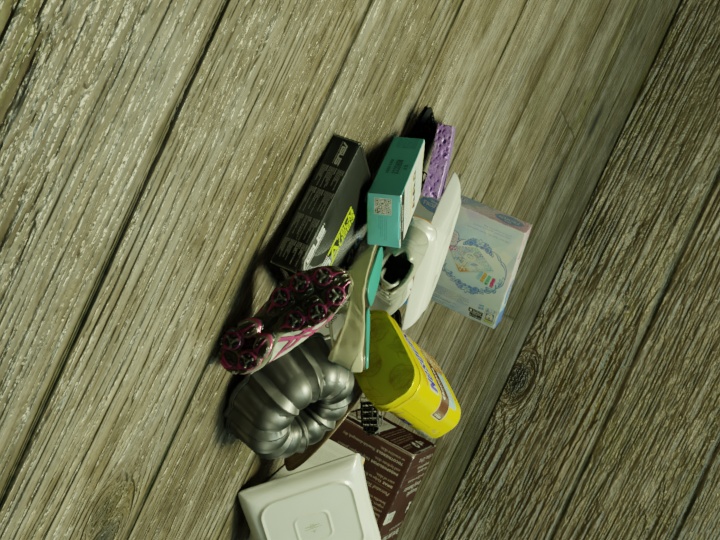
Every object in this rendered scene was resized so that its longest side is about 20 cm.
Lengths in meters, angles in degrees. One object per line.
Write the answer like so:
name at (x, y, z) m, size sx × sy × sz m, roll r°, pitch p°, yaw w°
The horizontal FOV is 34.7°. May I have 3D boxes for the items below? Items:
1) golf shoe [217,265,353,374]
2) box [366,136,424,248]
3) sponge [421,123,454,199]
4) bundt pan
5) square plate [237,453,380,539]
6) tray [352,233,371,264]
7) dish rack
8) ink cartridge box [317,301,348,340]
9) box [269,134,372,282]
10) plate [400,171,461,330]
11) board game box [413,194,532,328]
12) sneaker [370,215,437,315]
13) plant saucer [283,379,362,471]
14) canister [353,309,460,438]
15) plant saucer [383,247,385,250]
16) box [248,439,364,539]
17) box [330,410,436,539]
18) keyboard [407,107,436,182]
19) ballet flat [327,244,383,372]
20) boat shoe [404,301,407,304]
golf shoe at (-0.090, 0.058, 1.472) m, size 0.199 × 0.073 × 0.092 m, roll -35°, pitch 171°, yaw 13°
box at (0.052, -0.116, 1.658) m, size 0.200 × 0.049 × 0.083 m, roll -66°, pitch 160°, yaw -59°
sponge at (0.125, -0.174, 1.821) m, size 0.200 × 0.030 × 0.113 m, roll -43°, pitch 145°, yaw -82°
bundt pan at (-0.088, 0.186, 1.608) m, size 0.201 × 0.076 × 0.203 m, roll -31°, pitch 149°, yaw -21°
square plate at (-0.075, 0.397, 1.820) m, size 0.028 × 0.198 × 0.199 m, roll -118°, pitch -167°, yaw -58°
tray at (0.000, 0.000, 1.753) m, size 0.108 × 0.022 × 0.201 m, roll -98°, pitch -169°, yaw -46°
dish rack at (0.028, 0.169, 1.893) m, size 0.153 × 0.054 × 0.202 m, roll 143°, pitch -53°, yaw -78°
ink cartridge box at (-0.053, 0.100, 1.720) m, size 0.117 × 0.067 × 0.201 m, roll -53°, pitch 159°, yaw -31°
box at (-0.044, -0.053, 1.567) m, size 0.201 × 0.047 × 0.193 m, roll -64°, pitch 165°, yaw -17°
plate at (0.119, -0.029, 1.841) m, size 0.200 × 0.032 × 0.201 m, roll -64°, pitch 170°, yaw -55°
board game box at (0.173, -0.027, 1.984) m, size 0.043 × 0.199 × 0.200 m, roll -44°, pitch 154°, yaw -52°
sneaker at (0.042, 0.010, 1.714) m, size 0.092 × 0.075 × 0.201 m, roll -54°, pitch 171°, yaw -47°
plant saucer at (-0.059, 0.229, 1.815) m, size 0.200 × 0.029 × 0.200 m, roll -49°, pitch -173°, yaw 8°
canister at (0.064, 0.159, 1.712) m, size 0.086 × 0.149 × 0.200 m, roll -34°, pitch 147°, yaw 9°
plant saucer at (0.055, -0.052, 1.882) m, size 0.070 × 0.019 × 0.200 m, roll -50°, pitch 167°, yaw 11°
box at (-0.089, 0.386, 1.950) m, size 0.200 × 0.097 × 0.125 m, roll -33°, pitch 144°, yaw -59°
box at (0.014, 0.383, 2.133) m, size 0.201 × 0.163 × 0.166 m, roll -67°, pitch 162°, yaw 6°
keyboard at (0.077, -0.152, 1.807) m, size 0.201 × 0.039 × 0.104 m, roll -58°, pitch 160°, yaw -20°
ballet flat at (-0.011, 0.046, 1.594) m, size 0.070 × 0.069 × 0.201 m, roll 87°, pitch 9°, yaw -56°
boat shoe at (0.047, 0.024, 1.917) m, size 0.084 × 0.068 × 0.200 m, roll -54°, pitch 167°, yaw 2°
